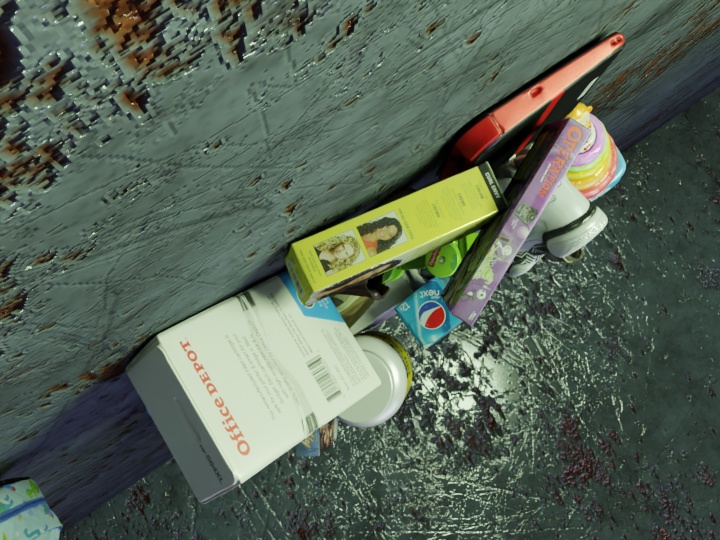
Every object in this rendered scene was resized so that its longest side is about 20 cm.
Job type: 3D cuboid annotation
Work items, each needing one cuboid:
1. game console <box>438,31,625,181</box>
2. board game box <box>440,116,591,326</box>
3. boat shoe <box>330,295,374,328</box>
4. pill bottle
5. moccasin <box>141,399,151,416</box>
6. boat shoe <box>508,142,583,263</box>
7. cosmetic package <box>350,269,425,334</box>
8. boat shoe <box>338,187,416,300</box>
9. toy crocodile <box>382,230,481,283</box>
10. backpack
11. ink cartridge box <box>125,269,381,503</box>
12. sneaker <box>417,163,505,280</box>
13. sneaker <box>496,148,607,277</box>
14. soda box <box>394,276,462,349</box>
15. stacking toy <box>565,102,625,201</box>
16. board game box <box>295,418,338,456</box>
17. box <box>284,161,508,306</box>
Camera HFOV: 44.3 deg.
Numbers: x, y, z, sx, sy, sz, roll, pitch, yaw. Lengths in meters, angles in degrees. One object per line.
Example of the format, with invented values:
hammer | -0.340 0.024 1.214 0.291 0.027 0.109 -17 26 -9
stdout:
game console | 0.159 -0.148 0.865 0.176 0.031 0.200 -37 175 -5
board game box | 0.141 -0.048 0.832 0.201 0.032 0.120 -59 178 6
boat shoe | -0.043 0.045 1.026 0.201 0.066 0.072 -39 160 -48
pill bottle | 0.008 0.139 1.137 0.112 0.113 0.200 -34 176 5
moccasin | -0.173 0.130 0.959 0.067 0.081 0.200 -21 177 6
boat shoe | 0.231 -0.084 1.090 0.060 0.202 0.072 8 -124 32
cosmetic package | 0.022 0.025 1.202 0.107 0.085 0.200 -34 175 7
boat shoe | -0.003 0.002 0.909 0.202 0.075 0.074 -38 173 35
toy crocodile | 0.058 -0.021 0.986 0.197 0.063 0.067 -7 -179 21
backpack | -0.382 0.280 0.857 0.163 0.154 0.200 -42 -175 15
ink cartridge box | -0.098 0.100 0.837 0.199 0.147 0.084 -27 174 -44
sneaker | 0.134 -0.062 1.138 0.146 0.077 0.202 -40 171 37
sneaker | 0.183 -0.066 0.986 0.075 0.115 0.200 -37 -177 -21
soda box | 0.099 0.051 1.142 0.068 0.064 0.200 -38 174 7
stacking toy | 0.265 -0.158 1.088 0.115 0.111 0.200 -32 163 4
board game box | -0.058 0.141 1.209 0.034 0.203 0.135 0 180 9
box | 0.032 -0.032 0.806 0.198 0.051 0.075 -24 173 -13
